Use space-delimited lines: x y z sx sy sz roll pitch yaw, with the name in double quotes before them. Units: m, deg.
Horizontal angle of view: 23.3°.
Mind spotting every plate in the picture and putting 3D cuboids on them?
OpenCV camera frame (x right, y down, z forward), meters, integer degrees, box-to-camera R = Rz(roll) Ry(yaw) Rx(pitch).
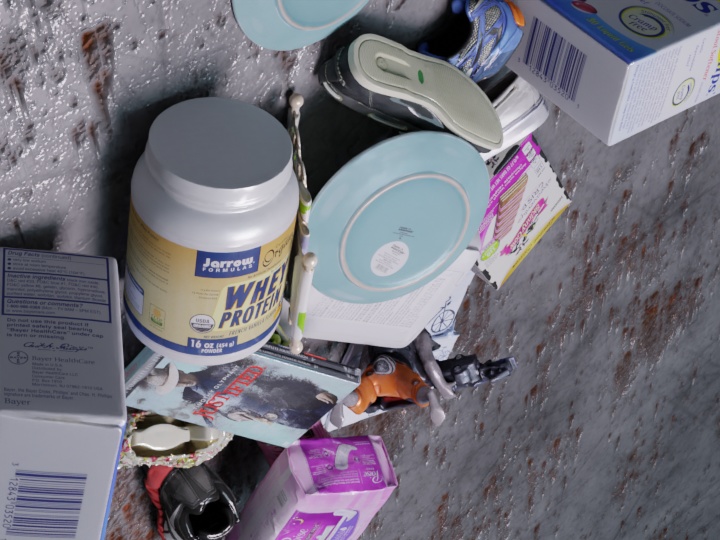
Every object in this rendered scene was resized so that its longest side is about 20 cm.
"plate" 0.038 -0.041 1.634 0.199 0.026 0.201 -19 136 -19
"plate" -0.026 -0.270 1.489 0.199 0.026 0.201 -34 148 -25

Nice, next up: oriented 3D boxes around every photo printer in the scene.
"photo printer" 0.000 0.000 1.738 0.199 0.070 0.167 7 133 -37

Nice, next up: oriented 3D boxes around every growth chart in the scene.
"growth chart" -0.059 -0.047 1.569 0.018 0.201 0.145 1 143 -10

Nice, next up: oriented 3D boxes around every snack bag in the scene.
"snack bag" 0.048 0.087 1.998 0.188 0.021 0.201 -13 134 -45

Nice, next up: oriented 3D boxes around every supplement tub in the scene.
"supplement tub" -0.129 -0.033 1.505 0.144 0.144 0.201 -26 143 -34

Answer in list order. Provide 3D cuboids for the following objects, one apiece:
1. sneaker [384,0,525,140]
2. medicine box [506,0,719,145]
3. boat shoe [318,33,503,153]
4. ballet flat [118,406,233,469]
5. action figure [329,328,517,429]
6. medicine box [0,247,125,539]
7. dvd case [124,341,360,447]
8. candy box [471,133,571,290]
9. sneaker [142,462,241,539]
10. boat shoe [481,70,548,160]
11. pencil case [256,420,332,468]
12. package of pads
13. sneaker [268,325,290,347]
"sneaker" 0.074 -0.185 1.687 0.078 0.075 0.201 23 101 -45
"medicine box" 0.259 -0.241 1.737 0.199 0.182 0.104 -26 144 -34
"boat shoe" 0.051 -0.158 1.626 0.199 0.072 0.067 22 145 -34
"ballet flat" -0.181 0.163 1.727 0.199 0.064 0.076 -8 93 -49
"action figure" 0.061 0.101 1.866 0.198 0.194 0.105 -15 109 11
"medicine box" -0.256 0.115 1.425 0.102 0.201 0.183 5 129 -14
"dvd case" -0.120 0.109 1.659 0.199 0.022 0.146 19 140 -27
"candy box" 0.146 -0.075 1.889 0.137 0.061 0.200 -50 154 -2
"sneaker" -0.170 0.262 1.837 0.071 0.098 0.201 -38 150 -21
"boat shoe" 0.094 -0.133 1.762 0.199 0.072 0.066 -31 111 4
"pencil case" -0.075 0.168 1.862 0.082 0.087 0.200 -26 149 -5
"package of pads" -0.056 0.255 1.851 0.120 0.076 0.200 -1 144 -29
"sneaker" -0.096 0.088 1.693 0.200 0.076 0.076 46 67 -42
